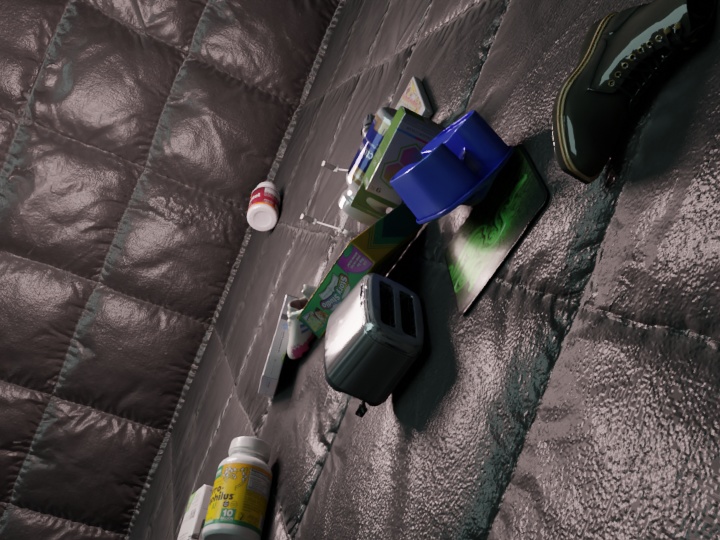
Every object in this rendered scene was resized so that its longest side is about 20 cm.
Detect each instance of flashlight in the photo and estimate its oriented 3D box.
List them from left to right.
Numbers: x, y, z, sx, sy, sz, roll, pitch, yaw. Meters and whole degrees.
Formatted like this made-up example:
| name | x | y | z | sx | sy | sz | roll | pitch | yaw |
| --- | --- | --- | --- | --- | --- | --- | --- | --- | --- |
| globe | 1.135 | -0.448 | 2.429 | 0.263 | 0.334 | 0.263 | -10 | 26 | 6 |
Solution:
| name | x | y | z | sx | sy | sz | roll | pitch | yaw |
| --- | --- | --- | --- | --- | --- | --- | --- | --- | --- |
| flashlight | 0.019 | -0.248 | 1.478 | 0.068 | 0.068 | 0.201 | -52 | 24 | 45 |

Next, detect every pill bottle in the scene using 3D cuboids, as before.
| name | x | y | z | sx | sy | sz | roll | pitch | yaw |
| --- | --- | --- | --- | --- | --- | --- | --- | --- | --- |
| pill bottle | -0.235 | 0.437 | 1.402 | 0.113 | 0.112 | 0.201 | -50 | 24 | 45 |
| pill bottle | -0.353 | -0.242 | 2.627 | 0.113 | 0.112 | 0.201 | -58 | 19 | 30 |
| pill bottle | 0.042 | -0.189 | 1.324 | 0.201 | 0.115 | 0.116 | -62 | 18 | 22 |

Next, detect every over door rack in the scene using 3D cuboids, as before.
| name | x | y | z | sx | sy | sz | roll | pitch | yaw |
| --- | --- | --- | --- | --- | --- | --- | --- | --- | --- |
| over door rack | -0.038 | -0.157 | 1.588 | 0.200 | 0.066 | 0.149 | 23 | 90 | 53 |

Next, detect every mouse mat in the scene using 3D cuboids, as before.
| name | x | y | z | sx | sy | sz | roll | pitch | yaw |
| --- | --- | --- | --- | --- | --- | --- | --- | --- | --- |
| mouse mat | 0.172 | -0.056 | 0.942 | 0.201 | 0.007 | 0.161 | -60 | 18 | 29 |

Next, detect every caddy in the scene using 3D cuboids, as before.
| name | x | y | z | sx | sy | sz | roll | pitch | yaw |
| --- | --- | --- | --- | --- | --- | --- | --- | --- | --- |
| caddy | 0.129 | -0.132 | 0.991 | 0.141 | 0.105 | 0.200 | -45 | 8 | -13 |

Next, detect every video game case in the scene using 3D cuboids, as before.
| name | x | y | z | sx | sy | sz | roll | pitch | yaw |
| --- | --- | --- | --- | --- | --- | --- | --- | --- | --- |
| video game case | 0.084 | -0.290 | 1.481 | 0.183 | 0.023 | 0.200 | -59 | 19 | 27 |

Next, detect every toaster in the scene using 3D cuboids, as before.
| name | x | y | z | sx | sy | sz | roll | pitch | yaw |
| --- | --- | --- | --- | --- | --- | --- | --- | --- | --- |
| toaster | 0.020 | 0.099 | 1.037 | 0.129 | 0.113 | 0.201 | -55 | 18 | 30 |

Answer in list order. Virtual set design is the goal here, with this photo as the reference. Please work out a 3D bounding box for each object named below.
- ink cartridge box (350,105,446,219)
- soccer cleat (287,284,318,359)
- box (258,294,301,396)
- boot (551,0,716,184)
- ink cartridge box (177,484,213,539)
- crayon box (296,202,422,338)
| name | x | y | z | sx | sy | sz | roll | pitch | yaw |
| --- | --- | --- | --- | --- | --- | --- | --- | --- | --- |
| ink cartridge box | 0.071 | -0.167 | 1.225 | 0.201 | 0.103 | 0.059 | -61 | 17 | 20 |
| soccer cleat | -0.129 | 0.106 | 1.533 | 0.201 | 0.086 | 0.070 | -58 | 19 | 31 |
| box | -0.189 | 0.176 | 1.658 | 0.156 | 0.041 | 0.201 | 115 | 171 | -64 |
| boot | 0.270 | -0.194 | 0.702 | 0.138 | 0.077 | 0.201 | -16 | 55 | 63 |
| ink cartridge box | -0.367 | 0.614 | 1.639 | 0.146 | 0.084 | 0.201 | -45 | 27 | 53 |
| crayon box | 0.000 | 0.000 | 1.179 | 0.172 | 0.058 | 0.200 | -37 | -13 | -50 |
